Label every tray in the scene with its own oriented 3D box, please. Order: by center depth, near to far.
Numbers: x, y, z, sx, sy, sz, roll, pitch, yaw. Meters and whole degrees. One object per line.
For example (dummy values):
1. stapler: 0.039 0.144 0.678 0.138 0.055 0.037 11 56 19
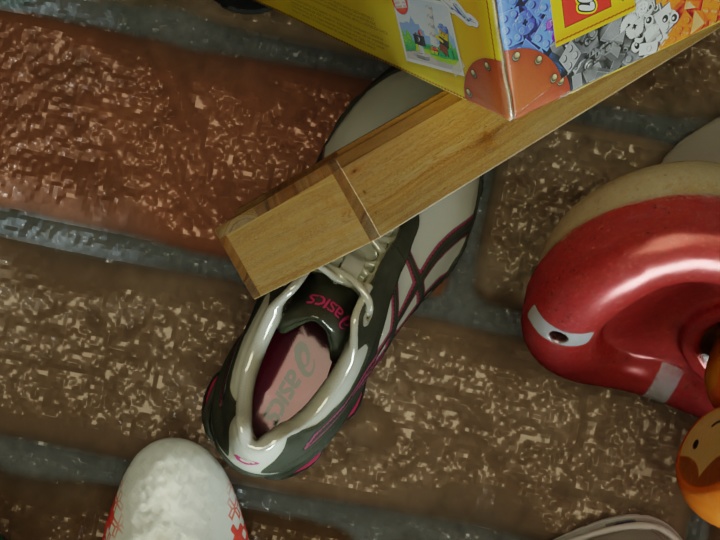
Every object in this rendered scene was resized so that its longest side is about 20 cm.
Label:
1. tray: 0.045 -0.059 0.741 0.200 0.099 0.037 -33 94 -33

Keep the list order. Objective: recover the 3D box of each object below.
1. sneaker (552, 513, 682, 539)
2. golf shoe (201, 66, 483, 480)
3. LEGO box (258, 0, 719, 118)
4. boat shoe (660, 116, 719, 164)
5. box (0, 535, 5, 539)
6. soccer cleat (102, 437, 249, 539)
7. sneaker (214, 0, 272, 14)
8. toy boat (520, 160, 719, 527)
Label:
1. sneaker: 0.055 0.162 0.799 0.200 0.082 0.075 -28 91 -2
2. golf shoe: 0.000 0.000 0.795 0.077 0.088 0.200 26 86 -1
3. LEGO box: 0.050 -0.145 0.712 0.149 0.200 0.077 -27 124 -24
4. boat shoe: 0.238 -0.031 0.813 0.200 0.075 0.093 -10 133 22
5. box: -0.283 0.114 0.764 0.193 0.122 0.200 -39 92 -2
6. soccer cleat: -0.084 0.173 0.792 0.068 0.085 0.200 7 90 -2
7. sneaker: -0.058 -0.212 0.789 0.070 0.090 0.201 -3 90 -3
8. toy boat: 0.161 0.047 0.766 0.200 0.131 0.131 21 56 -2
